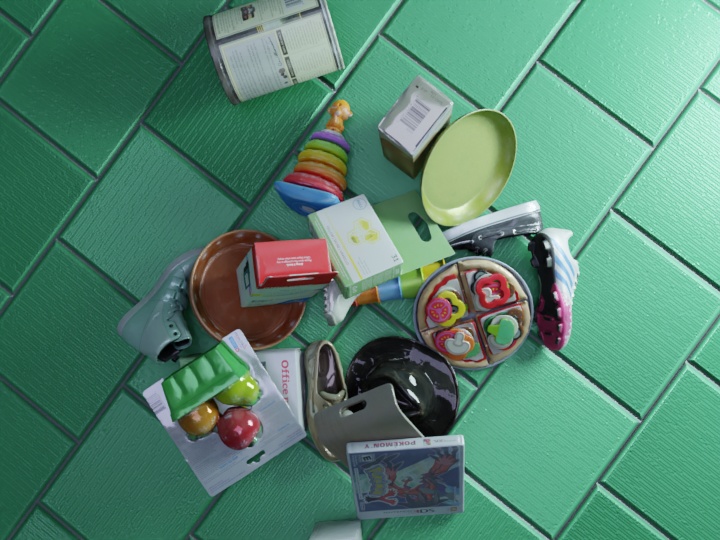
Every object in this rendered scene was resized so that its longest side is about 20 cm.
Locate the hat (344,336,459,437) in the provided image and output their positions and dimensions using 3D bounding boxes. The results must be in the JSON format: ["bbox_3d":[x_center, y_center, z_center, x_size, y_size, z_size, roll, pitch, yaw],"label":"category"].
[{"bbox_3d":[0.061,0.204,1.257,0.197,0.081,0.204,0,90,12],"label":"hat"}]

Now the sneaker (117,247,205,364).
[{"bbox_3d":[-0.293,0.063,1.272,0.118,0.074,0.201,35,77,24],"label":"sneaker"}]

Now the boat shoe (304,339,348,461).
[{"bbox_3d":[-0.052,0.216,1.274,0.071,0.065,0.203,-6,85,-18],"label":"boat shoe"}]

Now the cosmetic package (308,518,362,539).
[{"bbox_3d":[-0.030,0.520,1.250,0.083,0.108,0.203,-7,86,3],"label":"cosmetic package"}]

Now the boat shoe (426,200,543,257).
[{"bbox_3d":[0.211,-0.055,1.281,0.197,0.070,0.067,-18,86,-5],"label":"boat shoe"}]

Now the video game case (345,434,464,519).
[{"bbox_3d":[0.075,0.333,1.226,0.179,0.023,0.202,-5,133,3],"label":"video game case"}]

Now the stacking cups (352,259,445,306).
[{"bbox_3d":[0.047,0.023,1.292,0.197,0.060,0.062,-8,88,6],"label":"stacking cups"}]

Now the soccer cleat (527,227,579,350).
[{"bbox_3d":[0.331,0.029,1.269,0.085,0.070,0.203,-13,101,-30],"label":"soccer cleat"}]

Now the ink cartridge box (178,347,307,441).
[{"bbox_3d":[-0.192,0.208,1.280,0.197,0.088,0.148,-3,87,1],"label":"ink cartridge box"}]

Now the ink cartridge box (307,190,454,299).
[{"bbox_3d":[0.034,-0.056,1.219,0.198,0.048,0.147,-22,62,-13],"label":"ink cartridge box"}]

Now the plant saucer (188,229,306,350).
[{"bbox_3d":[-0.186,0.033,1.278,0.197,0.032,0.204,6,75,-23],"label":"plant saucer"}]

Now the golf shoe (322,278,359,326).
[{"bbox_3d":[0.000,0.000,1.243,0.096,0.079,0.202,10,64,18],"label":"golf shoe"}]

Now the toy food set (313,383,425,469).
[{"bbox_3d":[0.037,0.264,1.219,0.142,0.061,0.200,-25,128,20],"label":"toy food set"}]

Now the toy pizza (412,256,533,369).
[{"bbox_3d":[0.184,0.076,1.256,0.197,0.032,0.203,1,111,2],"label":"toy pizza"}]

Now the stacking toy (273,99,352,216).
[{"bbox_3d":[-0.059,-0.193,1.289,0.114,0.110,0.203,13,77,14],"label":"stacking toy"}]

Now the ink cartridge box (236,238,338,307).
[{"bbox_3d":[-0.116,0.001,1.184,0.114,0.200,0.068,-5,78,-21],"label":"ink cartridge box"}]

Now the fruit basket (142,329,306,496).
[{"bbox_3d":[-0.211,0.222,1.206,0.184,0.094,0.201,-33,100,2],"label":"fruit basket"}]

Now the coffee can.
[{"bbox_3d":[-0.140,-0.373,1.268,0.197,0.146,0.148,-17,87,2],"label":"coffee can"}]

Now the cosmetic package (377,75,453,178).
[{"bbox_3d":[0.088,-0.221,1.223,0.071,0.200,0.106,38,91,6],"label":"cosmetic package"}]

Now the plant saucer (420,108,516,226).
[{"bbox_3d":[0.169,-0.168,1.245,0.201,0.200,0.031,-50,47,0],"label":"plant saucer"}]
